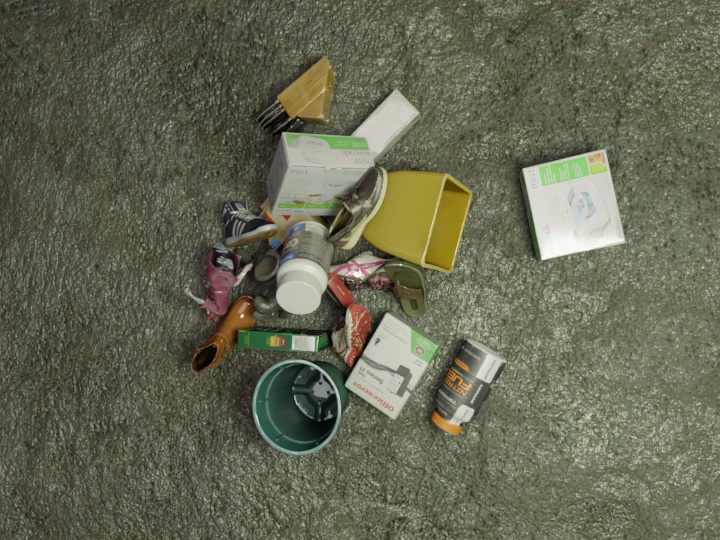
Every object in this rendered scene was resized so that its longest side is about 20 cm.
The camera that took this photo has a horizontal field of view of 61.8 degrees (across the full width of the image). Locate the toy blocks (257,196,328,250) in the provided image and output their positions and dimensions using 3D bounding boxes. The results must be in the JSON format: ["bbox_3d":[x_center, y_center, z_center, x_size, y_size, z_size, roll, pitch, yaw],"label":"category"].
[{"bbox_3d":[-0.177,-0.108,1.457,0.200,0.100,0.137,45,109,10],"label":"toy blocks"}]

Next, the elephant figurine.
[{"bbox_3d":[-0.211,0.010,1.442,0.153,0.142,0.202,-6,70,-16],"label":"elephant figurine"}]

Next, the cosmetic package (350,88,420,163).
[{"bbox_3d":[0.043,-0.324,1.425,0.200,0.051,0.083,-44,83,8],"label":"cosmetic package"}]

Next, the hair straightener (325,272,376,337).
[{"bbox_3d":[-0.029,0.085,1.411,0.200,0.077,0.041,48,64,-21],"label":"hair straightener"}]

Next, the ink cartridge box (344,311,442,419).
[{"bbox_3d":[0.075,0.217,1.389,0.146,0.083,0.201,31,96,11],"label":"ink cartridge box"}]

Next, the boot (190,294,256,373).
[{"bbox_3d":[-0.328,0.152,1.438,0.077,0.155,0.200,41,97,1],"label":"boot"}]

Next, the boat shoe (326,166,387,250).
[{"bbox_3d":[-0.009,-0.134,1.291,0.073,0.064,0.202,47,117,46],"label":"boat shoe"}]

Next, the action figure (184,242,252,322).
[{"bbox_3d":[-0.332,0.042,1.450,0.147,0.134,0.202,17,116,8],"label":"action figure"}]

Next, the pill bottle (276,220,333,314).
[{"bbox_3d":[-0.123,-0.007,1.323,0.112,0.201,0.115,2,131,3],"label":"pill bottle"}]

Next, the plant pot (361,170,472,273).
[{"bbox_3d":[0.109,-0.119,1.343,0.198,0.195,0.197,16,92,28],"label":"plant pot"}]

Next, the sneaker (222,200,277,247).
[{"bbox_3d":[-0.271,-0.122,1.440,0.199,0.070,0.110,-11,86,49],"label":"sneaker"}]

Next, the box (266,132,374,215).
[{"bbox_3d":[-0.093,-0.208,1.339,0.198,0.177,0.098,-2,59,-22],"label":"box"}]

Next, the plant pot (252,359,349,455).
[{"bbox_3d":[-0.116,0.292,1.371,0.197,0.196,0.203,0,89,13],"label":"plant pot"}]

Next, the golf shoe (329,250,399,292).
[{"bbox_3d":[0.000,0.000,1.426,0.197,0.073,0.093,2,65,11],"label":"golf shoe"}]

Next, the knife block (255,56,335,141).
[{"bbox_3d":[-0.160,-0.416,1.465,0.173,0.064,0.203,9,91,12],"label":"knife block"}]

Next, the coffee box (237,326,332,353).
[{"bbox_3d":[-0.177,0.162,1.427,0.197,0.123,0.045,2,90,14],"label":"coffee box"}]

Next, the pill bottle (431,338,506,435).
[{"bbox_3d":[0.235,0.263,1.342,0.105,0.106,0.202,29,95,11],"label":"pill bottle"}]

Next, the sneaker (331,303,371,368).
[{"bbox_3d":[-0.032,0.144,1.372,0.082,0.201,0.078,32,51,18],"label":"sneaker"}]

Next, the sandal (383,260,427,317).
[{"bbox_3d":[0.107,0.048,1.337,0.079,0.202,0.058,-3,48,24],"label":"sandal"}]

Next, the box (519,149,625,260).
[{"bbox_3d":[0.452,-0.137,1.303,0.174,0.097,0.203,-11,88,10],"label":"box"}]
